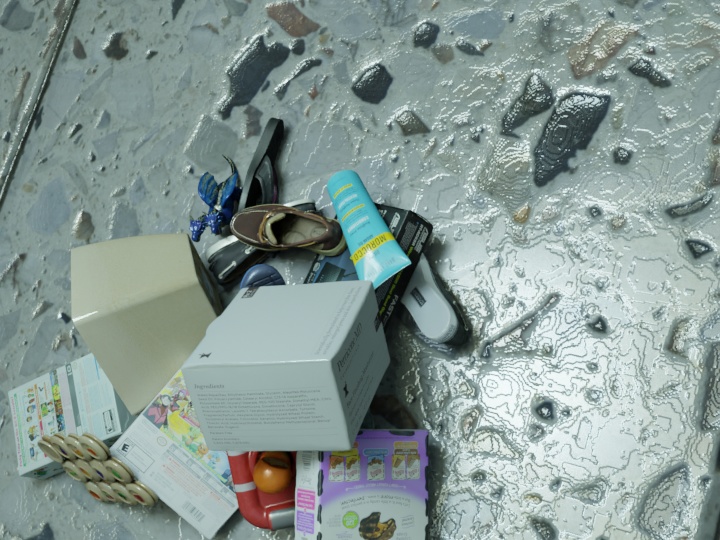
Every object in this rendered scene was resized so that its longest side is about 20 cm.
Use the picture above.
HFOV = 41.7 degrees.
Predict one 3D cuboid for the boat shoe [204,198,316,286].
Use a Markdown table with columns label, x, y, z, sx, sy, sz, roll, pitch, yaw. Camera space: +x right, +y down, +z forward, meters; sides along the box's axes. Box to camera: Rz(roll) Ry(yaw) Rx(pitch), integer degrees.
| label | x | y | z | sx | sy | sz | roll | pitch | yaw |
| --- | --- | --- | --- | --- | --- | --- | --- | --- | --- |
| boat shoe | -0.149 | -0.044 | 1.466 | 0.200 | 0.074 | 0.060 | -28 | 72 | 9 |

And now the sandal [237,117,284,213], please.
| label | x | y | z | sx | sy | sz | roll | pitch | yaw |
| --- | --- | --- | --- | --- | --- | --- | --- | --- | --- |
| sandal | -0.150 | -0.147 | 1.501 | 0.048 | 0.075 | 0.201 | 16 | 81 | 9 |

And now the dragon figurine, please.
| label | x | y | z | sx | sy | sz | roll | pitch | yaw |
| --- | --- | --- | --- | --- | --- | --- | --- | --- | --- |
| dragon figurine | -0.220 | -0.121 | 1.496 | 0.059 | 0.100 | 0.201 | 3 | 62 | 11 |

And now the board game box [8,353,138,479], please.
| label | x | y | z | sx | sy | sz | roll | pitch | yaw |
| --- | --- | --- | --- | --- | --- | --- | --- | --- | --- |
| board game box | -0.462 | 0.232 | 1.524 | 0.199 | 0.064 | 0.148 | -23 | 66 | 14 |

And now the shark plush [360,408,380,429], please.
| label | x | y | z | sx | sy | sz | roll | pitch | yaw |
| --- | --- | --- | --- | --- | --- | --- | --- | --- | --- |
| shark plush | -0.001 | 0.228 | 1.313 | 0.091 | 0.083 | 0.201 | 9 | 78 | 26 |

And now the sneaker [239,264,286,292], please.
| label | x | y | z | sx | sy | sz | roll | pitch | yaw |
| --- | --- | --- | --- | --- | --- | --- | --- | --- | --- |
| sneaker | -0.139 | 0.056 | 1.372 | 0.074 | 0.200 | 0.082 | -17 | 48 | -10 |

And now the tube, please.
| label | x | y | z | sx | sy | sz | roll | pitch | yaw |
| --- | --- | --- | --- | --- | --- | --- | --- | --- | --- |
| tube | 0.005 | -0.057 | 1.312 | 0.077 | 0.050 | 0.200 | -39 | 49 | 17 |

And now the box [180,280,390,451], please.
| label | x | y | z | sx | sy | sz | roll | pitch | yaw |
| --- | --- | --- | --- | --- | --- | --- | --- | --- | --- |
| box | -0.087 | 0.118 | 1.202 | 0.199 | 0.199 | 0.131 | -4 | 117 | 19 |

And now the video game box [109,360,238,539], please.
| label | x | y | z | sx | sy | sz | roll | pitch | yaw |
| --- | --- | --- | --- | --- | --- | --- | --- | --- | --- |
| video game box | -0.232 | 0.257 | 1.374 | 0.200 | 0.047 | 0.182 | 42 | 96 | -5 |

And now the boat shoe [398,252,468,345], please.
| label | x | y | z | sx | sy | sz | roll | pitch | yaw |
| --- | --- | --- | --- | --- | --- | --- | --- | --- | --- |
| boat shoe | 0.092 | 0.034 | 1.343 | 0.069 | 0.057 | 0.200 | -44 | 44 | 18 |

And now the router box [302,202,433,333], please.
| label | x | y | z | sx | sy | sz | roll | pitch | yaw |
| --- | --- | --- | --- | --- | --- | --- | --- | --- | --- |
| router box | 0.000 | 0.000 | 1.364 | 0.150 | 0.062 | 0.201 | 17 | 80 | 49 |

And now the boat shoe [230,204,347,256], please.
| label | x | y | z | sx | sy | sz | roll | pitch | yaw |
| --- | --- | --- | --- | --- | --- | --- | --- | --- | --- |
| boat shoe | -0.116 | -0.064 | 1.376 | 0.199 | 0.072 | 0.072 | 12 | 85 | 30 |

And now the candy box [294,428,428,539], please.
| label | x | y | z | sx | sy | sz | roll | pitch | yaw |
| --- | --- | --- | --- | --- | --- | --- | --- | --- | --- |
| candy box | 0.002 | 0.307 | 1.225 | 0.071 | 0.167 | 0.201 | -12 | 74 | 58 |

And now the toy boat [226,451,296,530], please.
| label | x | y | z | sx | sy | sz | roll | pitch | yaw |
| --- | --- | --- | --- | --- | --- | --- | --- | --- | --- |
| toy boat | -0.118 | 0.264 | 1.290 | 0.130 | 0.131 | 0.201 | -12 | 95 | -2 |

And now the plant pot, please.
| label | x | y | z | sx | sy | sz | roll | pitch | yaw |
| --- | --- | --- | --- | --- | --- | --- | --- | --- | --- |
| plant pot | -0.307 | 0.059 | 1.420 | 0.177 | 0.200 | 0.200 | -22 | 36 | -3 |

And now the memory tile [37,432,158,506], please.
| label | x | y | z | sx | sy | sz | roll | pitch | yaw |
| --- | --- | --- | --- | --- | --- | --- | --- | --- | --- |
| memory tile | -0.393 | 0.296 | 1.402 | 0.200 | 0.153 | 0.017 | -13 | 32 | 49 |
